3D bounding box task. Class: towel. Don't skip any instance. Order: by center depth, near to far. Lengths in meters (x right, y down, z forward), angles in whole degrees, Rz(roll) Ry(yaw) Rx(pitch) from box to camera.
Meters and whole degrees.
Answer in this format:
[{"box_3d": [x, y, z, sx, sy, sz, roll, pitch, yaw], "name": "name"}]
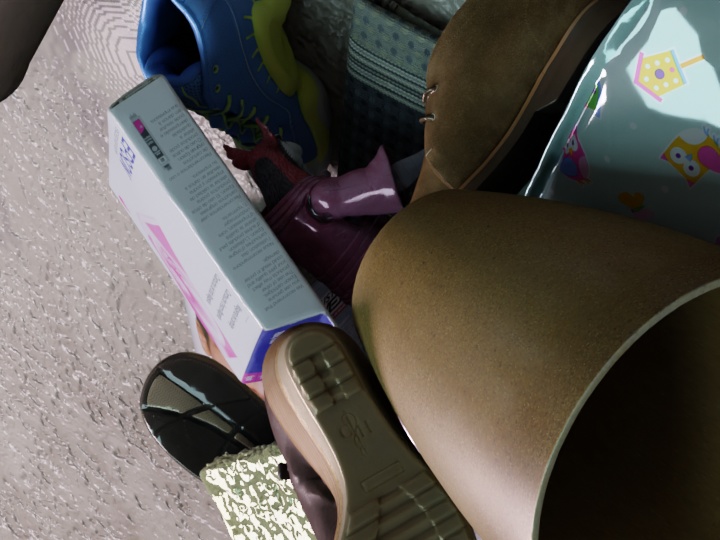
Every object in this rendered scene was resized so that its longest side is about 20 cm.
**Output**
[{"box_3d": [0.073, -0.043, 1.535, 0.200, 0.035, 0.193, 30, 138, 24], "name": "towel"}, {"box_3d": [-0.006, 0.154, 1.587, 0.200, 0.036, 0.149, -23, 97, 51], "name": "towel"}]

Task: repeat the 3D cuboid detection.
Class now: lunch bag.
[{"box_3d": [0.187, -0.062, 1.319, 0.170, 0.122, 0.200, 39, 142, 10], "name": "lunch bag"}]

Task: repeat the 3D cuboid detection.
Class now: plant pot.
[{"box_3d": [0.089, 0.043, 1.284, 0.200, 0.186, 0.187, 36, 147, 43], "name": "plant pot"}]

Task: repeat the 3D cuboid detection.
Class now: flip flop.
[{"box_3d": [-0.055, 0.129, 1.693, 0.200, 0.081, 0.058, 46, -176, -4], "name": "flip flop"}]

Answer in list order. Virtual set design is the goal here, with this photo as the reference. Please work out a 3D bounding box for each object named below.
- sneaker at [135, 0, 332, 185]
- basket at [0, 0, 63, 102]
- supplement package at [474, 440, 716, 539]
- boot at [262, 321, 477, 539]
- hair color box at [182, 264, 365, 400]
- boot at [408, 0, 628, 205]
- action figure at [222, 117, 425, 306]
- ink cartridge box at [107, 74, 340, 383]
[{"box_3d": [-0.080, -0.105, 1.556, 0.076, 0.105, 0.201, 14, 133, 36], "name": "sneaker"}, {"box_3d": [-0.214, -0.209, 1.571, 0.181, 0.136, 0.200, 53, 140, -1], "name": "basket"}, {"box_3d": [0.149, 0.122, 1.427, 0.151, 0.200, 0.151, 20, 136, 23], "name": "supplement package"}, {"box_3d": [0.007, 0.123, 1.379, 0.166, 0.072, 0.201, 96, 153, -78], "name": "boot"}, {"box_3d": [-0.044, 0.067, 1.725, 0.099, 0.061, 0.201, 19, 136, 31], "name": "hair color box"}, {"box_3d": [0.056, -0.067, 1.420, 0.075, 0.200, 0.074, 37, -174, 21], "name": "boot"}, {"box_3d": [0.000, 0.000, 1.507, 0.200, 0.149, 0.134, 37, 149, -7], "name": "action figure"}, {"box_3d": [-0.072, 0.003, 1.544, 0.200, 0.043, 0.196, 56, 170, 6], "name": "ink cartridge box"}]
